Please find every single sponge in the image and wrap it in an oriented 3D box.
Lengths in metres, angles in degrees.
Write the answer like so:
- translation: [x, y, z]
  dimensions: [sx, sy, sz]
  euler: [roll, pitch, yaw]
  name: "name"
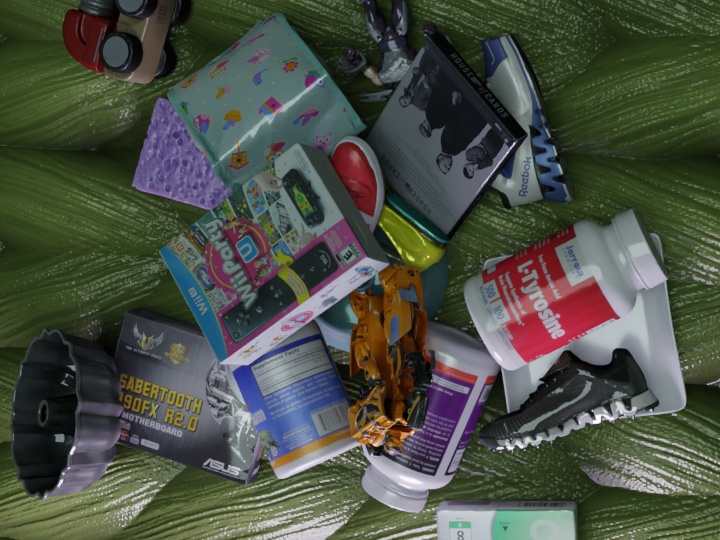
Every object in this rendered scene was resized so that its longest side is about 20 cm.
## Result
- translation: [-0.160, -0.123, 1.712]
  dimensions: [0.199, 0.030, 0.112]
  euler: [17, 93, 13]
  name: "sponge"

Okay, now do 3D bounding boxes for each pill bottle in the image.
- translation: [-0.081, 0.120, 1.636]
  dimensions: [0.112, 0.112, 0.201]
  euler: [-26, 82, 15]
  name: "pill bottle"
- translation: [0.220, 0.016, 1.562]
  dimensions: [0.199, 0.112, 0.113]
  euler: [-28, 89, 15]
  name: "pill bottle"
- translation: [0.072, 0.165, 1.648]
  dimensions: [0.112, 0.112, 0.201]
  euler: [25, 101, 10]
  name: "pill bottle"

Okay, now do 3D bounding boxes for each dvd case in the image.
- translation: [0.085, -0.139, 1.590]
  dimensions: [0.150, 0.025, 0.200]
  euler: [51, 143, 13]
  name: "dvd case"

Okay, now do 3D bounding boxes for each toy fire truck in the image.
- translation: [-0.313, -0.328, 1.696]
  dimensions: [0.199, 0.129, 0.177]
  euler: [22, 102, 23]
  name: "toy fire truck"

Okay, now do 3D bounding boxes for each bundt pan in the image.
- translation: [-0.342, 0.172, 1.733]
  dimensions: [0.202, 0.076, 0.203]
  euler: [-17, 69, 53]
  name: "bundt pan"

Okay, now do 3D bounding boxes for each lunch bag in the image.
- translation: [-0.113, -0.188, 1.629]
  dimensions: [0.170, 0.122, 0.200]
  euler: [-38, 45, 2]
  name: "lunch bag"

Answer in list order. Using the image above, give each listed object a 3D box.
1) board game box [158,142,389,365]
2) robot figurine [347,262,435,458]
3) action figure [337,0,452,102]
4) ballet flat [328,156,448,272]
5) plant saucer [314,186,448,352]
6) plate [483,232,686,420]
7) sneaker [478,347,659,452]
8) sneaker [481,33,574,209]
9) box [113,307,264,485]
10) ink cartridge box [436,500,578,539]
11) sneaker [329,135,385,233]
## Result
- translation: [-0.092, -0.014, 1.538]
  dimensions: [0.200, 0.064, 0.148]
  euler: [-36, 73, 18]
  name: "board game box"
- translation: [0.027, 0.102, 1.579]
  dimensions: [0.058, 0.145, 0.201]
  euler: [14, 59, -23]
  name: "robot figurine"
- translation: [0.032, -0.268, 1.635]
  dimensions: [0.130, 0.069, 0.201]
  euler: [-14, 97, 6]
  name: "action figure"
- translation: [0.012, -0.074, 1.634]
  dimensions: [0.200, 0.067, 0.067]
  euler: [46, 112, 13]
  name: "ballet flat"
- translation: [0.000, 0.000, 1.688]
  dimensions: [0.199, 0.036, 0.201]
  euler: [1, 96, 14]
  name: "plant saucer"
- translation: [0.251, 0.069, 1.635]
  dimensions: [0.199, 0.032, 0.201]
  euler: [-9, 94, 14]
  name: "plate"
- translation: [0.219, 0.136, 1.603]
  dimensions: [0.199, 0.066, 0.091]
  euler: [-18, 89, 11]
  name: "sneaker"
- translation: [0.151, -0.154, 1.610]
  dimensions: [0.115, 0.081, 0.200]
  euler: [-19, 93, 13]
  name: "sneaker"
- translation: [-0.201, 0.149, 1.748]
  dimensions: [0.199, 0.048, 0.159]
  euler: [17, 101, 11]
  name: "box"
- translation: [0.173, 0.365, 1.679]
  dimensions: [0.160, 0.050, 0.201]
  euler: [-3, 93, 14]
  name: "ink cartridge box"
- translation: [-0.037, -0.041, 1.578]
  dimensions: [0.071, 0.112, 0.201]
  euler: [26, 126, 25]
  name: "sneaker"
